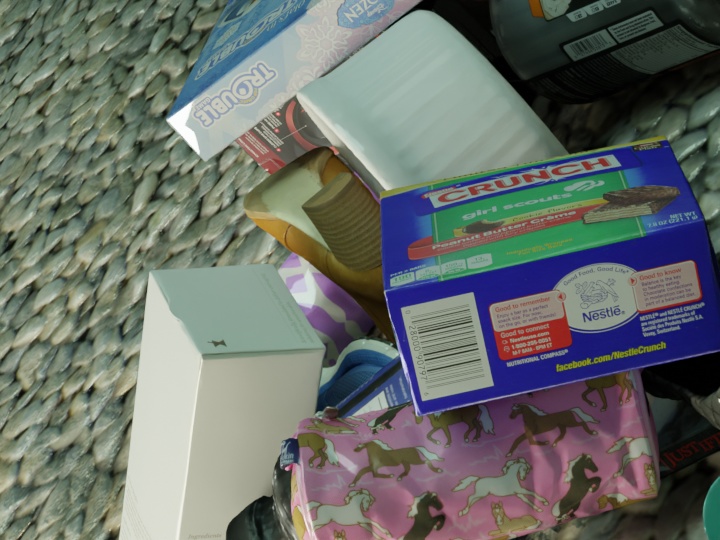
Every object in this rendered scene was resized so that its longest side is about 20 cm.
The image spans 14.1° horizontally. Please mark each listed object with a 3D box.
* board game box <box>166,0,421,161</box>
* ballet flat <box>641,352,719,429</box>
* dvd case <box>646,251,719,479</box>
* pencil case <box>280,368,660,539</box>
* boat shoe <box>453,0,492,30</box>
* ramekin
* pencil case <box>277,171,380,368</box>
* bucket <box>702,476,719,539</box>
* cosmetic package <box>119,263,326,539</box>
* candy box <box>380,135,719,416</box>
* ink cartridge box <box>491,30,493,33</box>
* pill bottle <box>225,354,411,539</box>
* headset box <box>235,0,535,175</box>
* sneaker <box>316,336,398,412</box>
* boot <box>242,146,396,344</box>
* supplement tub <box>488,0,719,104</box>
[{"bbox_3d":[-0.021,-0.181,1.876,0.200,0.043,0.199,-35,19,27],"label":"board game box"},{"bbox_3d":[0.179,0.039,1.524,0.067,0.057,0.200,-49,24,-4],"label":"ballet flat"},{"bbox_3d":[0.210,0.035,1.575,0.200,0.022,0.146,-32,29,36],"label":"dvd case"},{"bbox_3d":[0.060,0.099,1.520,0.199,0.087,0.083,-13,16,0],"label":"pencil case"},{"bbox_3d":[0.120,-0.226,2.004,0.199,0.076,0.072,-23,67,10],"label":"boat shoe"},{"bbox_3d":[0.061,-0.064,1.775,0.098,0.201,0.200,-41,24,0],"label":"ramekin"},{"bbox_3d":[-0.014,-0.001,1.940,0.200,0.085,0.084,-51,-8,-10],"label":"pencil case"},{"bbox_3d":[0.243,0.139,1.215,0.207,0.135,0.207,-38,25,22],"label":"bucket"},{"bbox_3d":[-0.087,0.108,1.757,0.108,0.084,0.201,-123,37,-53],"label":"cosmetic package"},{"bbox_3d":[0.099,-0.002,1.540,0.168,0.077,0.200,-12,14,3],"label":"candy box"},{"bbox_3d":[0.028,-0.178,2.137,0.200,0.083,0.147,-41,24,20],"label":"ink cartridge box"},{"bbox_3d":[0.021,0.120,1.664,0.200,0.112,0.112,-40,25,22],"label":"pill bottle"},{"bbox_3d":[-0.001,-0.117,2.015,0.200,0.149,0.075,-27,29,41],"label":"headset box"},{"bbox_3d":[-0.004,0.102,1.802,0.200,0.078,0.089,-25,44,55],"label":"sneaker"},{"bbox_3d":[0.001,0.000,1.844,0.071,0.144,0.201,-38,16,-8],"label":"boot"},{"bbox_3d":[0.185,-0.186,1.825,0.200,0.122,0.123,-20,36,48],"label":"supplement tub"}]
